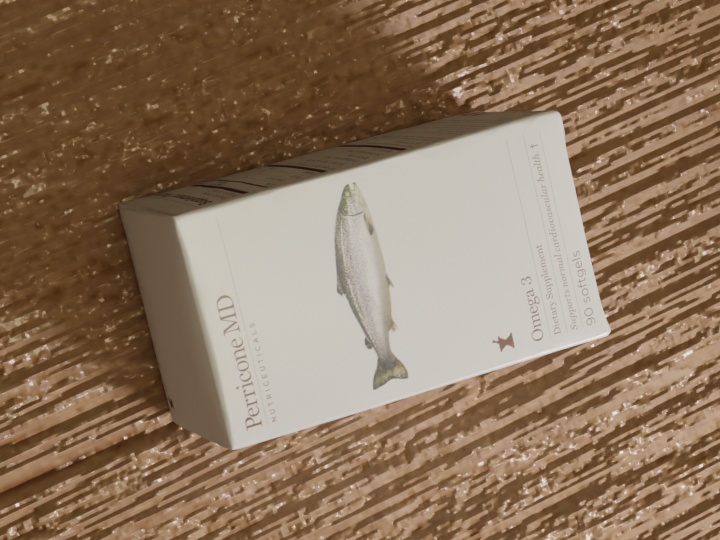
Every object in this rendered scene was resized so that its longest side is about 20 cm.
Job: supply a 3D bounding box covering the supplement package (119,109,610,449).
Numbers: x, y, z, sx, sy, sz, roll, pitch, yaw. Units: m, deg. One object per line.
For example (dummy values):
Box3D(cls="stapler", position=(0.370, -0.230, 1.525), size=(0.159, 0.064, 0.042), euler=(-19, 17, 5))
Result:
Box3D(cls="supplement package", position=(0.000, 0.000, 1.119), size=(0.200, 0.117, 0.117), euler=(-17, 99, -18))
